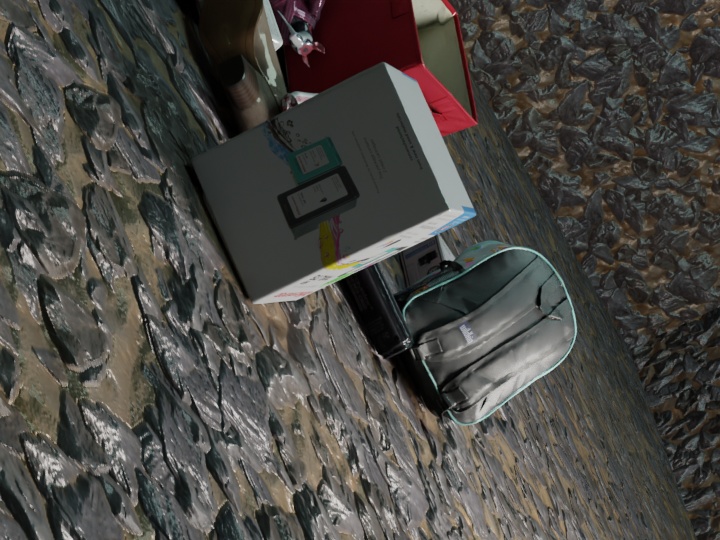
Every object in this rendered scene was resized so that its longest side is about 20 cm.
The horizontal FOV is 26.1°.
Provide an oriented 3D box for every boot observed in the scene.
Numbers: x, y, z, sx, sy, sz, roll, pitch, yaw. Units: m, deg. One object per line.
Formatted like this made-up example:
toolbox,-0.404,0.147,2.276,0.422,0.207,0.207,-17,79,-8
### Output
boot,-0.107,-0.201,1.612,0.146,0.070,0.200,57,24,-50

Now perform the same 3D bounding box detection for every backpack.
backpack,0.139,0.062,1.789,0.176,0.200,0.153,61,-9,-10

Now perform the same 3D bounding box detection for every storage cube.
storage cube,0.021,-0.259,1.930,0.171,0.180,0.200,38,39,-55

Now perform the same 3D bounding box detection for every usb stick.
usb stick,0.000,0.000,1.699,0.033,0.055,0.200,-22,85,-39

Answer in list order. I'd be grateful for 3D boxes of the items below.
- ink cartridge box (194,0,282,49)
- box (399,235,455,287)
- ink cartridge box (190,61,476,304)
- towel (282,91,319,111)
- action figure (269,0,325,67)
ink cartridge box,-0.182,-0.326,1.677,0.200,0.050,0.161,21,41,-45
box,0.114,0.058,2.017,0.117,0.060,0.200,53,16,-38
ink cartridge box,-0.022,-0.075,1.417,0.146,0.200,0.147,66,13,5
towel,-0.042,-0.086,1.606,0.146,0.030,0.200,-31,116,-78
action figure,-0.107,-0.330,1.872,0.200,0.134,0.149,64,-11,6
